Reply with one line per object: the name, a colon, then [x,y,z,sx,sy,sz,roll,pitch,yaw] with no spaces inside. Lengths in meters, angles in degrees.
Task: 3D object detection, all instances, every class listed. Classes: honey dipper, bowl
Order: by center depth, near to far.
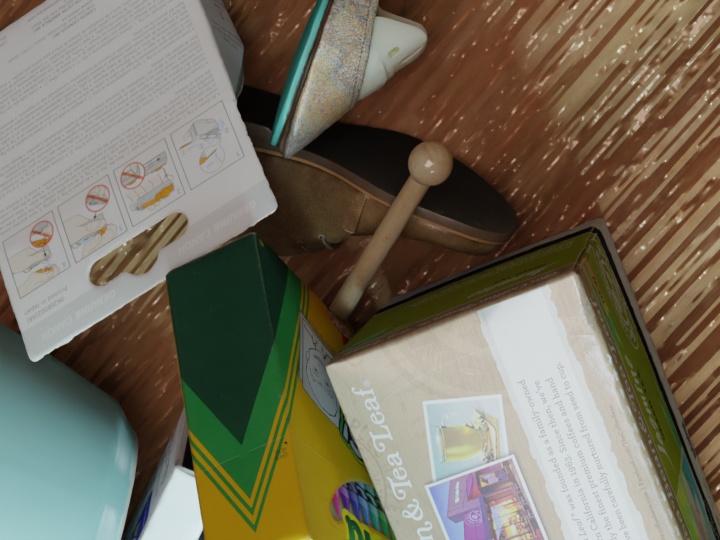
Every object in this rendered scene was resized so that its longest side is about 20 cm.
honey dipper: [0.000,0.000,0.986,0.038,0.038,0.200,34,135,4]
bowl: [-0.187,0.133,1.032,0.105,0.201,0.202,15,103,-11]

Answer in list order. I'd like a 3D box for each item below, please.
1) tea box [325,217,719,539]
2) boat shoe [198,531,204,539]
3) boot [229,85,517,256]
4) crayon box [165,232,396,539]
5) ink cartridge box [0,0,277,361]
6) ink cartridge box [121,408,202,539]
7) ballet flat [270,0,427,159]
tea box: [0.094,0.098,0.951,0.133,0.197,0.201,-21,95,14]
boat shoe: [-0.018,0.202,1.059,0.200,0.065,0.072,48,68,-14]
boot: [-0.011,-0.039,1.022,0.199,0.074,0.076,20,115,16]
crayon box: [-0.016,0.105,0.941,0.058,0.200,0.173,-25,53,14]
ink cartridge box: [-0.128,-0.067,0.998,0.162,0.050,0.201,-31,62,14]
ink cartridge box: [-0.129,0.179,1.057,0.037,0.095,0.201,26,106,-9]
ballet flat: [0.009,-0.148,0.976,0.067,0.068,0.201,16,85,-5]
